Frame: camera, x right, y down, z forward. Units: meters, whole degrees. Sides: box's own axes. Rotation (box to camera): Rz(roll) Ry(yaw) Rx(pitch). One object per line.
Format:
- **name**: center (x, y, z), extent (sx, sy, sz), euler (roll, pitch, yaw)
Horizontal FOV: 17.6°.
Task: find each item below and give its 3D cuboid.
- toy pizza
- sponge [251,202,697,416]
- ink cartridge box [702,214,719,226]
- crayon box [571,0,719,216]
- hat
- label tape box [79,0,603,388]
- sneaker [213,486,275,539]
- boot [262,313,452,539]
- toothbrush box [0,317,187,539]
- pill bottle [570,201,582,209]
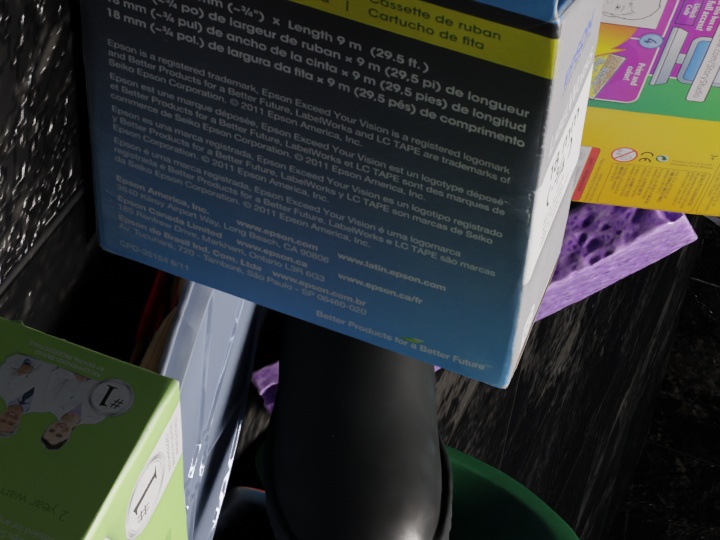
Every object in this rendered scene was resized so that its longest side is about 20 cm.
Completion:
- **toy pizza**: center (-0.072, 0.067, 0.827), extent (0.200, 0.032, 0.201), euler (14, 90, -85)
- **sponge**: center (0.054, 0.015, 1.038), extent (0.199, 0.030, 0.112), euler (-28, 172, 10)
- **ink cartridge box**: center (0.185, -0.029, 1.006), extent (0.044, 0.173, 0.200), euler (-54, 157, 3)
- **crayon box**: center (0.100, -0.097, 0.772), extent (0.200, 0.118, 0.058), euler (105, -11, -58)
- **hat**: center (0.004, 0.183, 1.100), extent (0.200, 0.165, 0.177), euler (-12, 129, -63)
- **label tape box**: center (-0.006, -0.068, 0.674), extent (0.200, 0.144, 0.063), euler (94, 19, -51)
- **sneaker**: center (-0.069, 0.163, 0.923), extent (0.200, 0.075, 0.085), euler (-73, 175, -53)
- **boot**: center (0.001, 0.000, 0.872), extent (0.199, 0.073, 0.163), euler (-90, -178, -47)
- **toothbrush box**: center (-0.121, 0.129, 0.588), extent (0.146, 0.086, 0.200), euler (93, 19, -54)
- **pill bottle**: center (0.067, -0.077, 1.079), extent (0.200, 0.110, 0.111), euler (94, 19, -51)
